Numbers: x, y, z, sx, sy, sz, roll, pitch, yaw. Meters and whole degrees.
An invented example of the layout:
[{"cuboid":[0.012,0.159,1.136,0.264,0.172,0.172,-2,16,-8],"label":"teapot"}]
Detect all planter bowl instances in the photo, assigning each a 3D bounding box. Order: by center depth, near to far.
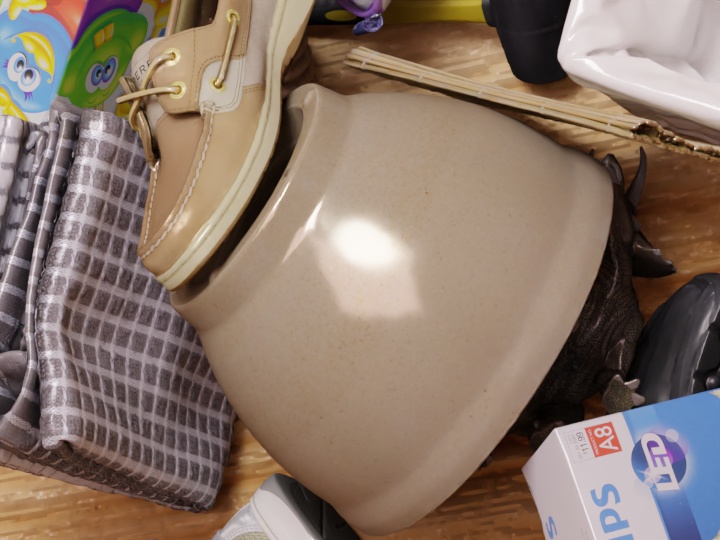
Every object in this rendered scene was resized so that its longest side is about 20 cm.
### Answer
[{"cuboid":[0.000,0.000,1.296,0.135,0.200,0.200,32,91,-16],"label":"planter bowl"}]

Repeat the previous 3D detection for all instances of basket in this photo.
[{"cuboid":[0.194,-0.152,1.321,0.135,0.123,0.200,19,86,22],"label":"basket"}]

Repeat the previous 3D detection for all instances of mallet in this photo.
[{"cuboid":[0.020,-0.121,1.427,0.200,0.066,0.041,-3,36,34],"label":"mallet"}]

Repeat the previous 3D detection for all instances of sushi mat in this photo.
[{"cuboid":[0.089,-0.072,1.318,0.200,0.096,0.012,18,93,48],"label":"sushi mat"}]

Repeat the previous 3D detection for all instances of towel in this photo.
[{"cuboid":[-0.115,0.020,1.353,0.085,0.200,0.166,10,82,26],"label":"towel"}]

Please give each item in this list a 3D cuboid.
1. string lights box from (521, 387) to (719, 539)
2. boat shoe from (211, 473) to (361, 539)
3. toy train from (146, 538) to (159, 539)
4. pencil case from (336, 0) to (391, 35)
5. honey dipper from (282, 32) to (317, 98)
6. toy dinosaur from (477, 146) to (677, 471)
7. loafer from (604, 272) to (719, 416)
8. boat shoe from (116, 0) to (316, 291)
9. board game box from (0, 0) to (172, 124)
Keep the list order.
[{"cuboid":[0.182,0.101,1.254,0.200,0.059,0.103,-13,72,-18],"label":"string lights box"},{"cuboid":[-0.004,0.188,1.351,0.065,0.074,0.202,-42,64,13],"label":"boat shoe"},{"cuboid":[-0.182,0.165,1.430,0.200,0.056,0.150,32,89,20],"label":"toy train"},{"cuboid":[0.048,-0.206,1.376,0.200,0.085,0.084,-42,94,-15],"label":"pencil case"},{"cuboid":[-0.054,-0.156,1.376,0.038,0.200,0.038,-6,48,6],"label":"honey dipper"},{"cuboid":[0.087,0.046,1.334,0.077,0.102,0.200,33,111,-1],"label":"toy dinosaur"},{"cuboid":[0.135,0.096,1.323,0.068,0.070,0.201,25,81,-21],"label":"loafer"},{"cuboid":[-0.074,-0.080,1.289,0.074,0.066,0.200,-40,28,44],"label":"boat shoe"},{"cuboid":[-0.160,-0.096,1.410,0.105,0.103,0.200,30,113,25],"label":"board game box"}]
